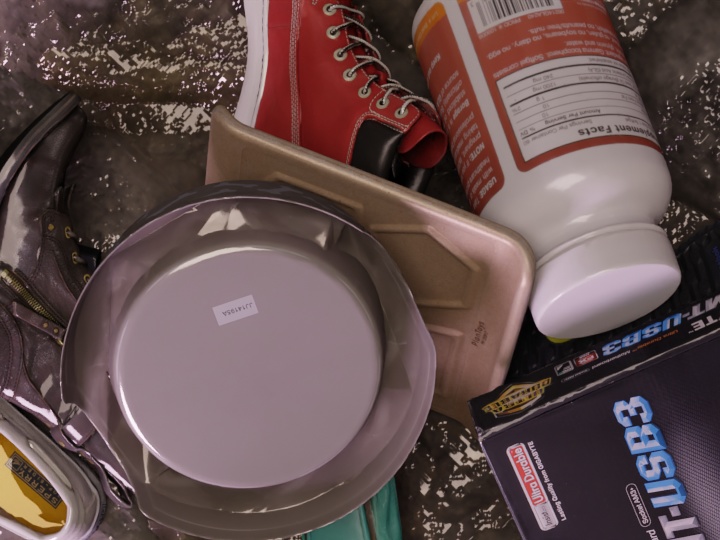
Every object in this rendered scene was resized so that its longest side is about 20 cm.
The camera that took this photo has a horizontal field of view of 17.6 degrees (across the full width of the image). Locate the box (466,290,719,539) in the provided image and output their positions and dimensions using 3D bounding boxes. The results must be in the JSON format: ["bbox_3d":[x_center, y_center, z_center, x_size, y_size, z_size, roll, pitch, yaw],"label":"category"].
[{"bbox_3d":[0.185,0.121,1.281,0.197,0.050,0.201,-23,114,3],"label":"box"}]

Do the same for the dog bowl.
[{"bbox_3d":[-0.060,0.043,1.235,0.198,0.059,0.202,-2,113,-5],"label":"dog bowl"}]

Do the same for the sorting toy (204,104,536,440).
[{"bbox_3d":[0.000,0.000,1.306,0.199,0.186,0.037,25,56,10],"label":"sorting toy"}]

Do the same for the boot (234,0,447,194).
[{"bbox_3d":[0.000,-0.127,1.325,0.144,0.072,0.202,9,93,42],"label":"boot"}]

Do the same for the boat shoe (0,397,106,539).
[{"bbox_3d":[-0.242,0.097,1.368,0.199,0.070,0.071,37,94,7],"label":"boat shoe"}]

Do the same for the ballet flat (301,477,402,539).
[{"bbox_3d":[-0.012,0.100,1.331,0.067,0.070,0.202,-3,101,11],"label":"ballet flat"}]

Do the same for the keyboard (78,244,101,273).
[{"bbox_3d":[-0.253,-0.021,1.406,0.198,0.021,0.128,13,87,7],"label":"keyboard"}]

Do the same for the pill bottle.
[{"bbox_3d":[0.107,-0.070,1.294,0.111,0.112,0.201,-20,66,5],"label":"pill bottle"}]

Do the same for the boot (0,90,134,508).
[{"bbox_3d":[-0.156,0.017,1.360,0.173,0.069,0.201,29,80,-14],"label":"boot"}]

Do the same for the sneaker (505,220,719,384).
[{"bbox_3d":[0.166,0.036,1.328,0.199,0.078,0.066,-24,50,22],"label":"sneaker"}]
